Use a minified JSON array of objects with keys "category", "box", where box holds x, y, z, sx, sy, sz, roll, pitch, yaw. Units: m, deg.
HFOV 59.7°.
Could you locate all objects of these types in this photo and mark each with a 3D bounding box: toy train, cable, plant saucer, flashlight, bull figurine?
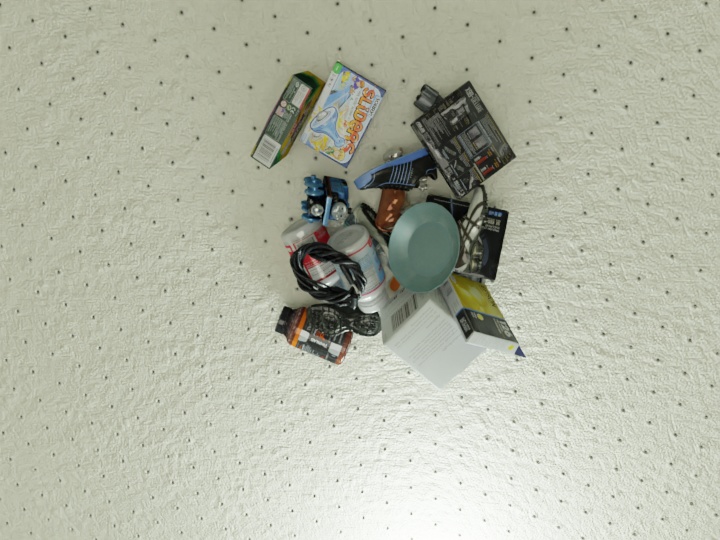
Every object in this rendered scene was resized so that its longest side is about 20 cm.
[{"category":"toy train","box":[-0.080,-0.166,1.469,0.111,0.201,0.089,6,111,-9]},{"category":"cable","box":[-0.081,0.008,1.457,0.197,0.051,0.165,29,141,11]},{"category":"plant saucer","box":[0.150,-0.050,1.425,0.198,0.038,0.207,-7,79,41]},{"category":"flashlight","box":[0.212,-0.343,1.442,0.198,0.068,0.069,32,99,-9]},{"category":"bull figurine","box":[0.096,-0.190,1.506,0.118,0.065,0.205,12,103,-2]}]

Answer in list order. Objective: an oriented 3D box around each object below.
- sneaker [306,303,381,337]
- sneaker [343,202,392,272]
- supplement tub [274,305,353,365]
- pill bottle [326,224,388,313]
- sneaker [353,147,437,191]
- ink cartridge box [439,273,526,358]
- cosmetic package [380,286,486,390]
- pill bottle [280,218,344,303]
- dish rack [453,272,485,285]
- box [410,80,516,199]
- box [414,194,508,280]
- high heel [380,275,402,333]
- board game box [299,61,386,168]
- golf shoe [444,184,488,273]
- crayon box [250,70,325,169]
[{"category":"sneaker","box":[-0.042,0.119,1.597,0.195,0.091,0.078,11,110,-6]},{"category":"sneaker","box":[0.035,-0.068,1.568,0.086,0.078,0.202,-31,100,30]},{"category":"supplement tub","box":[-0.122,0.163,1.639,0.196,0.107,0.109,22,111,-4]},{"category":"pill bottle","box":[0.000,0.000,1.518,0.106,0.110,0.203,-17,124,11]},{"category":"sneaker","box":[0.084,-0.212,1.433,0.196,0.070,0.080,-22,94,-5]},{"category":"ink cartridge box","box":[0.290,0.102,1.466,0.196,0.200,0.047,15,125,-31]},{"category":"cosmetic package","box":[0.172,0.139,1.516,0.199,0.166,0.165,40,110,-19]},{"category":"pill bottle","box":[-0.108,-0.027,1.564,0.110,0.113,0.203,-23,107,13]},{"category":"dish rack","box":[0.229,0.048,1.599,0.167,0.044,0.205,5,110,2]},{"category":"box","box":[0.228,-0.288,1.395,0.156,0.050,0.202,-35,97,2]},{"category":"box","box":[0.238,-0.078,1.500,0.195,0.086,0.168,13,92,3]},{"category":"high heel","box":[0.112,0.082,1.623,0.094,0.067,0.204,14,100,-30]},{"category":"board game box","box":[-0.042,-0.364,1.476,0.133,0.035,0.203,27,110,-5]},{"category":"golf shoe","box":[0.239,-0.099,1.419,0.092,0.078,0.205,8,83,13]},{"category":"crayon box","box":[-0.161,-0.344,1.420,0.058,0.173,0.202,31,110,-4]}]
